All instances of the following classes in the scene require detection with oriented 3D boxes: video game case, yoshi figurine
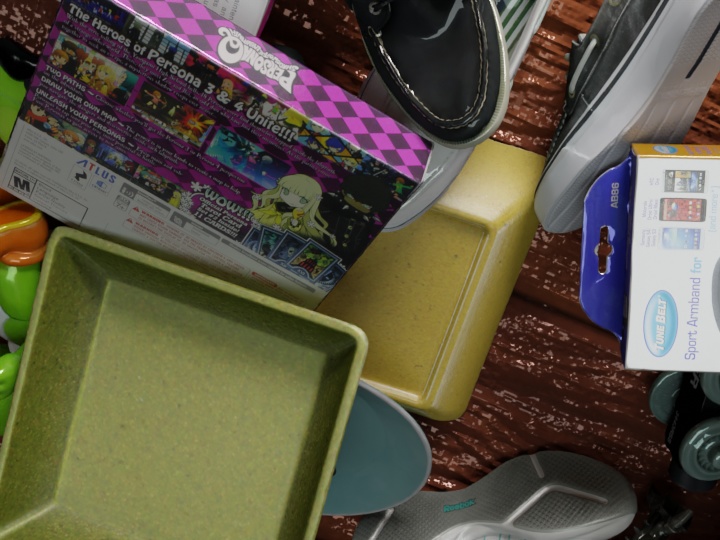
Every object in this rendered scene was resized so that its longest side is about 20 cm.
[{"bbox_3d":[-0.087,-0.057,0.694,0.198,0.036,0.181,29,140,-10],"label":"video game case"},{"bbox_3d":[-0.228,0.037,0.813,0.111,0.113,0.202,13,133,22],"label":"yoshi figurine"}]

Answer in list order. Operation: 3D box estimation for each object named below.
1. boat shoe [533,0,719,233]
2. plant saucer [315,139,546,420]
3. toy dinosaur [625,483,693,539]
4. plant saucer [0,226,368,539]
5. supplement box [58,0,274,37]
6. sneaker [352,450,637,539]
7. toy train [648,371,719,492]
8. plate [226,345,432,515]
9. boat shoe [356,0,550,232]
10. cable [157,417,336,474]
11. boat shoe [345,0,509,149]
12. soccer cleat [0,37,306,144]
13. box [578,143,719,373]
[{"bbox_3d":[0.149,-0.108,0.715,0.071,0.071,0.201,-6,141,-36],"label":"boat shoe"},{"bbox_3d":[0.000,0.000,0.799,0.197,0.049,0.202,17,118,-3],"label":"plant saucer"},{"bbox_3d":[0.191,0.229,0.836,0.102,0.200,0.136,44,88,-2],"label":"toy dinosaur"},{"bbox_3d":[-0.105,0.097,0.749,0.197,0.048,0.203,18,100,12],"label":"plant saucer"},{"bbox_3d":[-0.130,-0.200,0.676,0.198,0.102,0.104,21,119,-5],"label":"supplement box"},{"bbox_3d":[0.097,0.182,0.881,0.198,0.071,0.081,-17,125,21],"label":"sneaker"},{"bbox_3d":[0.251,0.050,0.784,0.112,0.086,0.203,4,116,-11],"label":"toy train"},{"bbox_3d":[-0.048,0.101,0.841,0.197,0.026,0.201,10,142,8],"label":"plate"},{"bbox_3d":[0.046,-0.110,0.698,0.073,0.067,0.202,26,102,-4],"label":"boat shoe"},{"bbox_3d":[-0.108,0.134,0.844,0.162,0.051,0.200,32,136,-15],"label":"cable"},{"bbox_3d":[0.019,-0.159,0.645,0.074,0.066,0.202,-16,80,18],"label":"boat shoe"},{"bbox_3d":[-0.129,-0.115,0.738,0.197,0.068,0.082,-7,111,17],"label":"soccer cleat"},{"bbox_3d":[0.219,-0.005,0.691,0.197,0.042,0.121,1,105,4],"label":"box"}]
